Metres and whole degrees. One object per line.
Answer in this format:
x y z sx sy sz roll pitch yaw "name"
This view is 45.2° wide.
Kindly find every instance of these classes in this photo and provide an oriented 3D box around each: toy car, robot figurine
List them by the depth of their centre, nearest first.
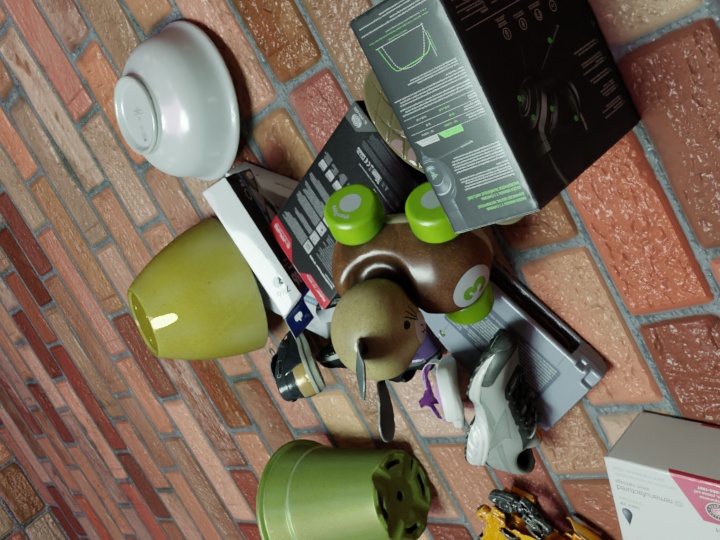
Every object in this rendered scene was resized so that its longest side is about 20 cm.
0.036 0.046 0.797 0.157 0.201 0.165 -1 143 20 "toy car"
0.230 0.339 1.045 0.199 0.058 0.146 31 137 26 "robot figurine"

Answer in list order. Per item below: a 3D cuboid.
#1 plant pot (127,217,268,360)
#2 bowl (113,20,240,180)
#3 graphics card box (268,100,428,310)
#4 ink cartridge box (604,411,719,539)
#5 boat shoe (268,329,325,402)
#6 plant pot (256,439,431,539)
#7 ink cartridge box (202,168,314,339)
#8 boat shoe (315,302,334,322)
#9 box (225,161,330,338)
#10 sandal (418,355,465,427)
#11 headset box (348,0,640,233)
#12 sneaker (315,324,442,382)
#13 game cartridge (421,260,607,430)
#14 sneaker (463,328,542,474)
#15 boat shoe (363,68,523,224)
-0.238 0.045 1.203 0.200 0.141 0.201 44 146 39 "plant pot"
-0.242 -0.200 1.071 0.200 0.090 0.202 26 126 42 "bowl"
-0.009 -0.068 0.927 0.126 0.051 0.200 54 130 21 "graphics card box"
0.336 0.253 0.841 0.144 0.084 0.201 6 122 45 "ink cartridge box"
-0.090 0.125 1.153 0.075 0.062 0.200 65 177 -12 "boat shoe"
-0.009 0.323 1.206 0.189 0.200 0.201 -20 103 38 "plant pot"
-0.104 -0.023 1.020 0.039 0.099 0.201 -30 97 14 "ink cartridge box"
0.000 0.000 1.013 0.068 0.072 0.200 53 140 -3 "boat shoe"
-0.095 -0.026 1.121 0.155 0.041 0.201 24 133 33 "box"
0.088 0.135 0.969 0.203 0.049 0.083 63 -162 -75 "sandal"
0.116 -0.150 0.688 0.092 0.174 0.201 -15 109 50 "headset box"
0.021 0.110 1.079 0.088 0.076 0.200 53 143 -10 "sneaker"
0.156 0.075 0.936 0.200 0.041 0.133 44 146 13 "game cartridge"
0.157 0.140 0.910 0.079 0.074 0.201 18 137 25 "sneaker"
0.085 -0.122 0.822 0.200 0.068 0.072 43 109 7 "boat shoe"
